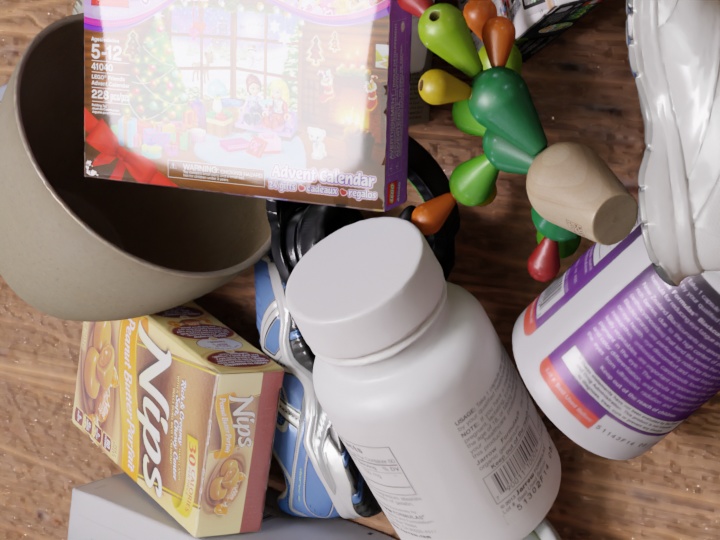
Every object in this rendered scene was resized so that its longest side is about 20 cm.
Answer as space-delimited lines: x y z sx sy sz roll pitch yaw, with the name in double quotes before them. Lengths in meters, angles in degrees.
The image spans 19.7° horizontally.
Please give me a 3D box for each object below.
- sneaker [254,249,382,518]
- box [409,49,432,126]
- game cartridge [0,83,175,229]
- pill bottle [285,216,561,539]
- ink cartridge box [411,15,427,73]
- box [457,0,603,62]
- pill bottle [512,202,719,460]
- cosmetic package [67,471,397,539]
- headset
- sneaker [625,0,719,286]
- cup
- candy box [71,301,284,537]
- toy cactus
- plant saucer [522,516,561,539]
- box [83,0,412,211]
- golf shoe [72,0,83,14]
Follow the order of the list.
"sneaker" -0.044 0.072 1.376 0.077 0.076 0.202 -16 86 31
"box" 0.001 -0.192 1.307 0.068 0.082 0.202 9 100 34
"game cartridge" -0.206 -0.078 1.498 0.199 0.040 0.135 -1 99 35
"pill bottle" 0.036 0.071 1.241 0.114 0.115 0.201 -1 133 35
"ink cartridge box" -0.011 -0.223 1.220 0.116 0.067 0.202 13 104 20
"box" 0.090 -0.187 1.192 0.200 0.034 0.111 154 102 -80
"pill bottle" 0.189 0.009 1.180 0.200 0.111 0.112 -44 71 31
"cosmetic package" -0.098 0.259 1.415 0.198 0.123 0.202 17 107 33
"headset" 0.000 0.000 1.306 0.123 0.094 0.201 9 131 23
"sneaker" 0.185 -0.095 1.090 0.086 0.074 0.202 -6 93 14
"cup" -0.168 -0.047 1.358 0.143 0.200 0.201 -42 72 41
"candy box" -0.128 0.086 1.409 0.200 0.055 0.116 32 119 53
"toy cactus" 0.087 -0.061 1.148 0.165 0.102 0.201 43 159 50
"plant saucer" 0.079 0.241 1.302 0.200 0.050 0.202 -28 53 45
"box" -0.068 -0.114 1.208 0.198 0.039 0.138 7 104 22
"golf shoe" -0.111 -0.176 1.395 0.199 0.078 0.098 -18 92 37
